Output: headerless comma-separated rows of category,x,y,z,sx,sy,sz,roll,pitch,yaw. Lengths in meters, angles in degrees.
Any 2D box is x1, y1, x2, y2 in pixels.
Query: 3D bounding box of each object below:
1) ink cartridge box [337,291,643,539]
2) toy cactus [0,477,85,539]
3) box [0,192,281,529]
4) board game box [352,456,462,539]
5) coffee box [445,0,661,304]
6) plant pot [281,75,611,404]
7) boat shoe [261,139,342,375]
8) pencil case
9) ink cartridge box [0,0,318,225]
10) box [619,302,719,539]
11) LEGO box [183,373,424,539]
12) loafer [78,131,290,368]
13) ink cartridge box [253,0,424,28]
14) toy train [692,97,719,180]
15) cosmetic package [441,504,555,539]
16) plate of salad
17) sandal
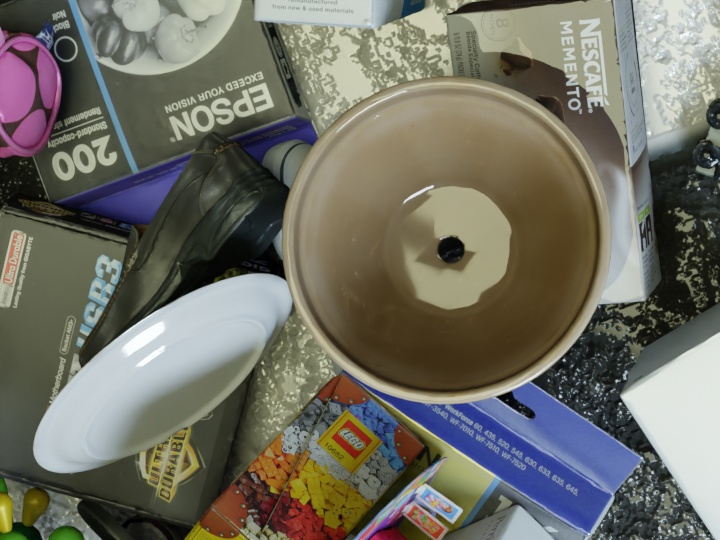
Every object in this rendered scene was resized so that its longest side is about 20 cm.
ink cartridge box,0.061,0.136,1.446,0.198,0.047,0.200,33,140,5
toy cactus,-0.219,0.239,1.540,0.200,0.102,0.165,37,146,12
box,-0.176,0.065,1.521,0.198,0.050,0.200,16,106,-4
board game box,0.002,0.209,1.399,0.039,0.158,0.200,41,140,10
coffee box,0.129,-0.081,1.414,0.113,0.080,0.200,-3,101,17
plant pot,0.054,-0.016,1.344,0.201,0.093,0.201,0,86,3
boat shoe,0.000,0.000,1.465,0.067,0.074,0.200,-8,113,43
pencil case,-0.302,-0.132,1.487,0.200,0.094,0.091,4,59,31
ink cartridge box,-0.142,-0.120,1.498,0.198,0.043,0.200,-19,98,18
box,0.268,0.124,1.397,0.097,0.124,0.200,-33,92,18
LEGO box,-0.063,0.180,1.426,0.077,0.149,0.200,42,139,4
loafer,-0.128,-0.005,1.450,0.200,0.073,0.072,-47,67,18
ink cartridge box,-0.009,-0.262,1.379,0.084,0.145,0.200,5,102,14
toy train,0.264,-0.151,1.388,0.046,0.034,0.200,19,105,8
cosmetic package,0.047,0.240,1.445,0.071,0.101,0.200,46,136,-13
plate of salad,-0.133,0.062,1.410,0.200,0.200,0.048,-45,68,18
sandal,-0.117,0.221,1.555,0.200,0.075,0.048,36,72,6
